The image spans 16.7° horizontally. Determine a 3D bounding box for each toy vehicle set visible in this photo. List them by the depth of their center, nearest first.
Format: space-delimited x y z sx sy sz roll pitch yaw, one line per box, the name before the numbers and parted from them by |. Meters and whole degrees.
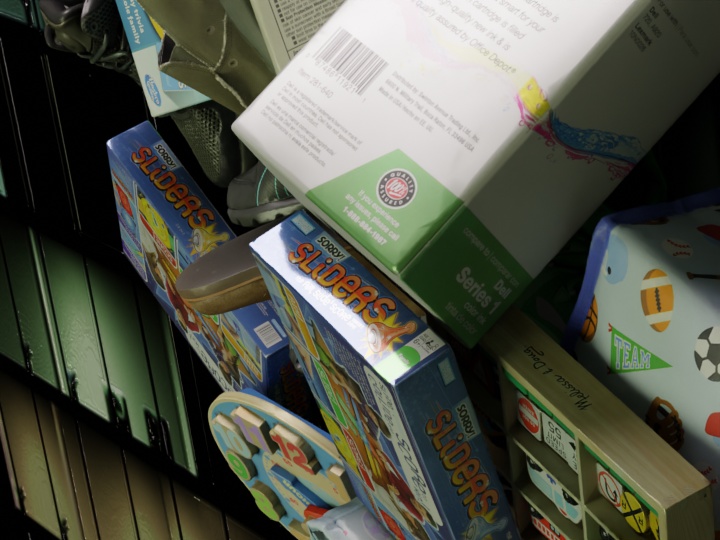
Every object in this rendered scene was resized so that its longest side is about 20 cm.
toy vehicle set | 0.098 0.096 1.154 0.200 0.026 0.125 43 151 46

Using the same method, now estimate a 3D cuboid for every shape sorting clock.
shape sorting clock | -0.022 0.152 1.568 0.200 0.039 0.200 36 154 20

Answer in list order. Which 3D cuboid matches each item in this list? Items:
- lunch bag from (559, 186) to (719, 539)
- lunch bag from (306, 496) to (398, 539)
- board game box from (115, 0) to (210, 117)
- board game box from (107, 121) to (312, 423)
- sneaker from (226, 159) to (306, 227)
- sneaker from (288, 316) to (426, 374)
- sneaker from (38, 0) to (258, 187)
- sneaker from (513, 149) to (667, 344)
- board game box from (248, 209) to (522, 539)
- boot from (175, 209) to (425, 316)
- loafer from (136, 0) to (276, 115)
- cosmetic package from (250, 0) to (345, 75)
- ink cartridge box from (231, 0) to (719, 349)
lunch bag | 0.175 0.088 1.158 0.170 0.123 0.201 47 136 38
lunch bag | 0.078 0.197 1.354 0.201 0.169 0.127 66 155 -1
board game box | -0.076 -0.185 1.463 0.200 0.047 0.152 -12 98 51
board game box | -0.100 0.013 1.642 0.200 0.034 0.136 52 161 26
sneaker | -0.017 -0.072 1.464 0.200 0.075 0.080 -13 86 54
sneaker | 0.007 0.058 1.447 0.073 0.111 0.201 42 142 42
sneaker | -0.140 -0.135 1.583 0.076 0.114 0.200 1 115 60
sneaker | 0.109 -0.026 1.250 0.084 0.074 0.201 40 140 49
board game box | 0.020 0.079 1.208 0.135 0.034 0.200 43 162 44
boot | 0.000 0.000 1.333 0.074 0.199 0.076 -129 25 -66
loafer | -0.077 -0.131 1.344 0.200 0.069 0.075 56 -162 -35
cosmetic package | -0.001 -0.148 1.297 0.073 0.103 0.201 19 -129 -69
ink cartridge box | 0.060 -0.088 1.160 0.145 0.200 0.084 41 178 41
